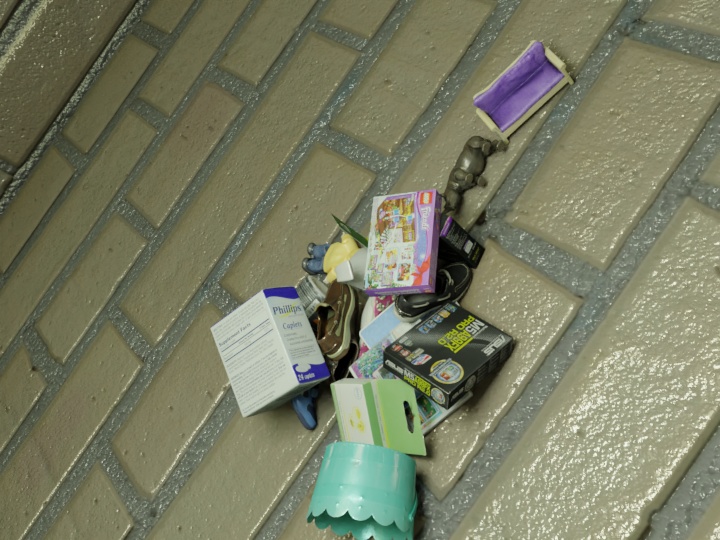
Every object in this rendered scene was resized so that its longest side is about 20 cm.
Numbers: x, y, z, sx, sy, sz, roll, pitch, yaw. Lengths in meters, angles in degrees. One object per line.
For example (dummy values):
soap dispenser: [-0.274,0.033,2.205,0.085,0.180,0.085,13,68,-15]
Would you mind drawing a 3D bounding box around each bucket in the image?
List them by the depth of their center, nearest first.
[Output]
bucket: [0.009,0.405,1.567,0.204,0.207,0.137,-9,57,36]

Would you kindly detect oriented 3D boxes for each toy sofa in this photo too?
toy sofa: [0.339,-0.376,1.813,0.199,0.097,0.083,-42,45,12]

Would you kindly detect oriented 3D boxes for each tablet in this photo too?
tablet: [0.106,0.112,1.734,0.199,0.014,0.131,-40,67,1]

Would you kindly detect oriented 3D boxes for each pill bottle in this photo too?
pill bottle: [-0.144,0.118,1.929,0.200,0.106,0.107,-47,45,8]

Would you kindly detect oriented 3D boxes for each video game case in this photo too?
video game case: [0.095,0.215,1.679,0.181,0.024,0.202,-41,67,14]

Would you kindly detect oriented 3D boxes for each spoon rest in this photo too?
spoon rest: [0.000,0.000,1.815,0.060,0.199,0.102,-17,84,25]

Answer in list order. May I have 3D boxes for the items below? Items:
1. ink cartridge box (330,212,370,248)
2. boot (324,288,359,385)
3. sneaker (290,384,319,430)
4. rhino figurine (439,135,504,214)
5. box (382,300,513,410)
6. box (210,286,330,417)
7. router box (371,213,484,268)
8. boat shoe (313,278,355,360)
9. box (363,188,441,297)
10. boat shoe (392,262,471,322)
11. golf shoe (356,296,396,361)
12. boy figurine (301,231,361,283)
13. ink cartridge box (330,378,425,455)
ink cartridge box: [0.035,-0.061,1.786,0.048,0.199,0.146,-49,19,5]
boot: [-0.032,0.142,1.806,0.146,0.069,0.204,-154,78,-76]
sneaker: [-0.115,0.235,1.835,0.080,0.074,0.204,-13,81,1]
rhino figurine: [0.223,-0.201,1.835,0.202,0.059,0.087,-59,30,-2]
box: [0.162,0.151,1.590,0.159,0.045,0.199,30,47,34]
box: [-0.183,0.162,1.729,0.183,0.104,0.203,-33,74,36]
router box: [0.138,-0.076,1.771,0.198,0.149,0.052,18,77,44]
boat shoe: [-0.056,0.083,1.763,0.074,0.075,0.205,-36,34,26]
box: [0.082,-0.052,1.656,0.134,0.039,0.204,-5,64,26]
boat shoe: [0.147,0.031,1.693,0.198,0.061,0.074,-25,63,-27]
golf shoe: [0.030,0.133,1.810,0.091,0.074,0.204,-13,58,67]
boy figurine: [-0.043,-0.029,1.959,0.197,0.064,0.127,1,66,40]
ink cartridge box: [0.031,0.282,1.641,0.198,0.047,0.149,-8,94,52]
